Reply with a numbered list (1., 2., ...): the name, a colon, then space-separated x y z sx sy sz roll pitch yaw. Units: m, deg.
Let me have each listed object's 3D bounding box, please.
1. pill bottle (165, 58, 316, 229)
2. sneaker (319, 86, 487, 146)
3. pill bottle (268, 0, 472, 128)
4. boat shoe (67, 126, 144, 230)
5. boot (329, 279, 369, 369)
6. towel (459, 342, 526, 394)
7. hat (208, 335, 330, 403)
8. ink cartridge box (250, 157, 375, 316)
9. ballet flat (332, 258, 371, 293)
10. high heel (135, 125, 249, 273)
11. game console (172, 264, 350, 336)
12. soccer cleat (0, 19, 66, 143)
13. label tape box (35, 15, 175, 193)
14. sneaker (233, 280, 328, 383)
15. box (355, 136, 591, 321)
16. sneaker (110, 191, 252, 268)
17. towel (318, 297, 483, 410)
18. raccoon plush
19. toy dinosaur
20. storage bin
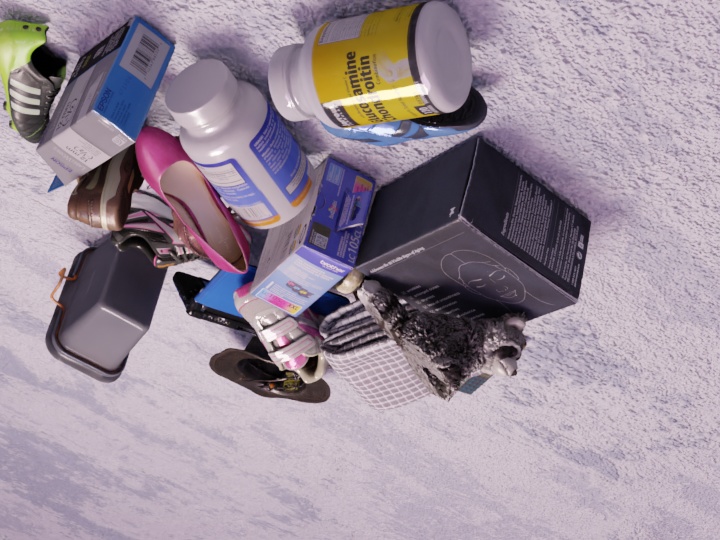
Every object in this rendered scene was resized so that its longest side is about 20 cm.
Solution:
1. pill bottle: -0.142 -0.149 1.441 0.111 0.113 0.200 -3 143 29
2. sneaker: 0.049 -0.173 1.368 0.198 0.067 0.078 3 158 22
3. pill bottle: 0.007 -0.207 1.277 0.198 0.113 0.112 -5 143 31
4. boat shoe: -0.307 -0.121 1.488 0.074 0.203 0.075 3 120 1
5. boot: 0.004 0.073 1.767 0.186 0.069 0.201 7 147 16
6. towel: 0.118 0.109 1.757 0.199 0.022 0.147 21 134 -27
7. hat: -0.132 0.138 1.925 0.199 0.082 0.201 13 157 5
8. ink cartridge box: -0.054 -0.046 1.538 0.076 0.137 0.200 24 149 -16
9. ballet flat: 0.000 0.000 1.588 0.057 0.067 0.200 35 -173 0
10. high heel: -0.195 -0.080 1.454 0.096 0.067 0.201 40 159 56
11. game console: -0.141 0.027 1.734 0.199 0.171 0.119 20 107 -29
12. soccer cleat: -0.393 -0.222 1.495 0.080 0.068 0.201 1 148 0
13. label tape box: -0.311 -0.188 1.427 0.066 0.144 0.199 36 144 -30
14. sneaker: -0.095 0.082 1.653 0.081 0.089 0.200 -28 136 23
15. box: 0.135 -0.030 1.485 0.196 0.125 0.199 32 146 -27
16. sneaker: -0.251 -0.036 1.696 0.198 0.087 0.081 14 151 3
17. towel: 0.064 0.104 1.663 0.198 0.086 0.166 -20 137 18
18. raccoon plush: 0.109 0.057 1.476 0.201 0.134 0.097 53 162 2
19. toy dinosaur: -0.213 -0.084 1.546 0.085 0.202 0.136 -15 -176 5
20. storage bin: -0.356 0.031 1.766 0.145 0.201 0.134 31 135 -22
